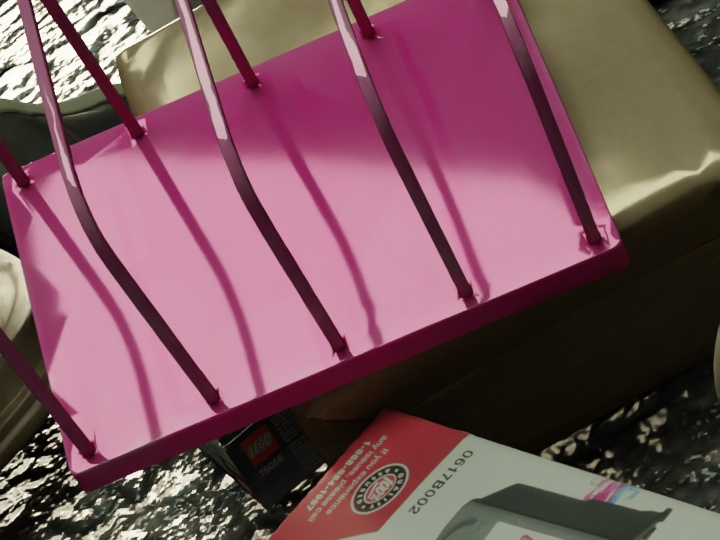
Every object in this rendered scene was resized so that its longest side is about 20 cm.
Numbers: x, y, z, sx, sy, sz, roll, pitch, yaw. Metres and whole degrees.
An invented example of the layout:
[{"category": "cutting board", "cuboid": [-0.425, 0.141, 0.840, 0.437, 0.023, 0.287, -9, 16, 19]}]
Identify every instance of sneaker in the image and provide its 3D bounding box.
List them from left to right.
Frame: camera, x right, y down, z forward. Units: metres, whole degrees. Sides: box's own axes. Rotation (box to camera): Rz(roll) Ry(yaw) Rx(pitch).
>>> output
[{"category": "sneaker", "cuboid": [-0.101, -0.022, 1.081, 0.075, 0.106, 0.200, -60, -18, 18]}]

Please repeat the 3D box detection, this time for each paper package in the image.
[{"category": "paper package", "cuboid": [0.034, -0.034, 0.936, 0.190, 0.104, 0.200, -29, 52, -2]}]

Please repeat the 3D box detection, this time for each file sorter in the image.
[{"category": "file sorter", "cuboid": [-0.037, -0.048, 0.828, 0.200, 0.126, 0.139, -23, 53, 5]}]

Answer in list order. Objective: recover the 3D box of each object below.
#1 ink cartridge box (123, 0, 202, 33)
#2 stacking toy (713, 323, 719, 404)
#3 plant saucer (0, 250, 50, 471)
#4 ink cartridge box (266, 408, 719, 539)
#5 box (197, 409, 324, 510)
[{"category": "ink cartridge box", "cuboid": [-0.034, -0.198, 1.248, 0.200, 0.083, 0.145, -36, -10, -7]}, {"category": "stacking toy", "cuboid": [0.202, 0.068, 0.722, 0.146, 0.146, 0.200, -28, 50, 6]}, {"category": "plant saucer", "cuboid": [-0.194, 0.056, 1.110, 0.200, 0.029, 0.200, -33, 26, 19]}, {"category": "ink cartridge box", "cuboid": [0.043, 0.136, 0.769, 0.148, 0.086, 0.200, -47, 33, -23]}, {"category": "box", "cuboid": [0.000, 0.000, 1.043, 0.200, 0.040, 0.137, -39, 31, -11]}]
